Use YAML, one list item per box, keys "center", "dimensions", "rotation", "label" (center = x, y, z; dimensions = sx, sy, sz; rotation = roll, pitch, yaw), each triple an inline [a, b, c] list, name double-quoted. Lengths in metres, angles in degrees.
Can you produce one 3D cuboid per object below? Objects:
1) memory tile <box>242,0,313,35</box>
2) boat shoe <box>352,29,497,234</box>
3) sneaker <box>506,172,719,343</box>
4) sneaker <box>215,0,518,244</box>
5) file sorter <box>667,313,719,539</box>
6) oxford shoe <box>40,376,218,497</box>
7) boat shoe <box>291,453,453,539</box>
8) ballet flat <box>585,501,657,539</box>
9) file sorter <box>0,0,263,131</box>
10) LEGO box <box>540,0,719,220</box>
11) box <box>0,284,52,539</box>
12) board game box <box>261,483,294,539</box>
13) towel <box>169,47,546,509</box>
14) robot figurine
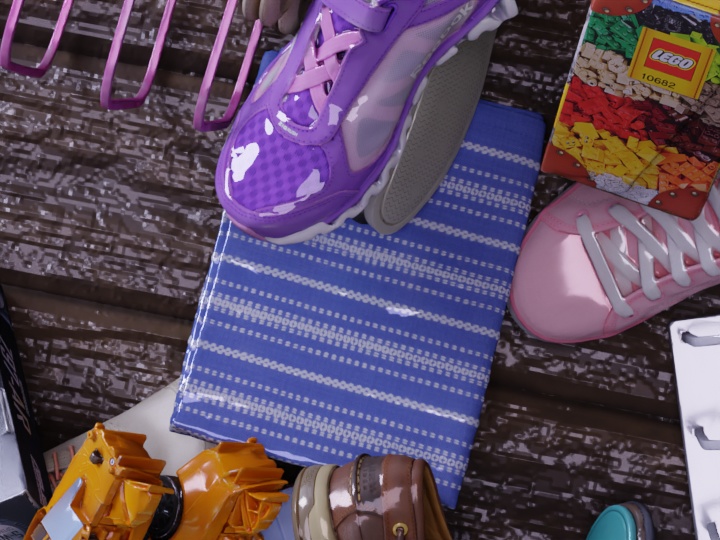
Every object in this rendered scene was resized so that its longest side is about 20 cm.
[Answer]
- center: [0.001, -0.202, 1.267]
  dimensions: [0.017, 0.153, 0.201]
  rotation: [22, 93, 8]
  label: "memory tile"
- center: [0.025, -0.114, 1.302]
  dimensions: [0.067, 0.072, 0.201]
  rotation: [12, 80, 24]
  label: "boat shoe"
- center: [0.157, -0.026, 1.285]
  dimensions: [0.199, 0.105, 0.076]
  rotation: [-25, 91, 4]
  label: "sneaker"
- center: [0.000, -0.104, 1.220]
  dimensions: [0.080, 0.088, 0.200]
  rotation: [39, 89, 22]
  label: "sneaker"
- center: [0.226, 0.116, 1.272]
  dimensions: [0.138, 0.125, 0.202]
  rotation: [-8, 91, 4]
  label: "file sorter"
- center: [-0.123, 0.108, 1.307]
  dimensions: [0.200, 0.074, 0.071]
  rotation: [-43, 54, 2]
  label: "oxford shoe"
- center: [0.036, 0.169, 1.277]
  dimensions: [0.067, 0.072, 0.201]
  rotation: [-17, 118, 18]
  label: "boat shoe"
- center: [0.121, 0.213, 1.313]
  dimensions: [0.073, 0.073, 0.201]
  rotation: [15, 85, 3]
  label: "ballet flat"
- center: [-0.138, -0.150, 1.285]
  dimensions: [0.199, 0.139, 0.126]
  rotation: [18, 95, 3]
  label: "file sorter"
- center: [0.153, -0.148, 1.220]
  dimensions: [0.077, 0.149, 0.201]
  rotation: [18, 58, 4]
  label: "LEGO box"
- center: [-0.252, 0.090, 1.295]
  dimensions: [0.199, 0.044, 0.161]
  rotation: [-23, 51, 3]
  label: "box"
- center: [-0.033, 0.210, 1.340]
  dimensions: [0.102, 0.019, 0.201]
  rotation: [-19, 90, 3]
  label: "board game box"
- center: [0.000, 0.000, 1.310]
  dimensions: [0.144, 0.024, 0.201]
  rotation: [14, 75, 1]
  label: "towel"
- center: [-0.118, 0.163, 1.262]
  dimensions: [0.058, 0.144, 0.201]
  rotation: [47, 118, 41]
  label: "robot figurine"
